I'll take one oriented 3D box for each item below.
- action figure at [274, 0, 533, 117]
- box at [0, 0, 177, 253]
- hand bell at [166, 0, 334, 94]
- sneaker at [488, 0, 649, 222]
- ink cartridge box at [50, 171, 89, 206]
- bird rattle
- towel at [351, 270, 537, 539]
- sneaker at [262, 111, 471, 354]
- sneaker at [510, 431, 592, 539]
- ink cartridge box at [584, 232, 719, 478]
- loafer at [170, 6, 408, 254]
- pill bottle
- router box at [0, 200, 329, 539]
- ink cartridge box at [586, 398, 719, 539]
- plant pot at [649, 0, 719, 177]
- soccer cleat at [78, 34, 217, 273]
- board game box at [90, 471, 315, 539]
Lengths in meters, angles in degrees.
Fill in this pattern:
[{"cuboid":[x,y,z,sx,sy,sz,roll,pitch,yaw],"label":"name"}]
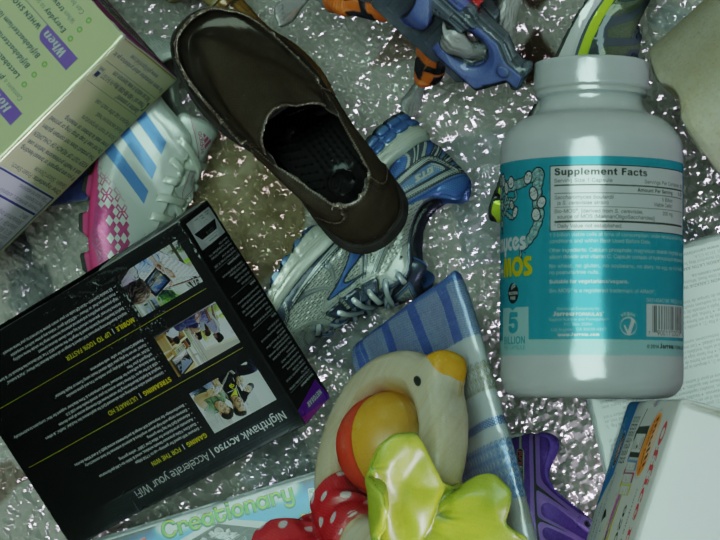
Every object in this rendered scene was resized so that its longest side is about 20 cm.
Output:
[{"cuboid":[0.026,-0.192,1.285,0.200,0.193,0.105,46,55,-10],"label":"action figure"},{"cuboid":[-0.254,-0.125,1.336,0.200,0.097,0.176,-44,71,3],"label":"box"},{"cuboid":[-0.083,-0.172,1.379,0.104,0.104,0.200,-44,90,3],"label":"hand bell"},{"cuboid":[0.156,-0.109,1.333,0.081,0.074,0.201,25,95,3],"label":"sneaker"},{"cuboid":[-0.296,-0.130,1.425,0.199,0.047,0.199,-10,82,12],"label":"ink cartridge box"},{"cuboid":[0.017,0.132,1.258,0.112,0.200,0.164,18,67,-24],"label":"bird rattle"},{"cuboid":[0.052,0.117,1.291,0.024,0.147,0.201,-7,75,-28],"label":"towel"},{"cuboid":[0.000,0.000,1.342,0.085,0.077,0.201,34,92,8],"label":"sneaker"},{"cuboid":[0.132,0.194,1.299,0.083,0.081,0.201,-22,83,-4],"label":"sneaker"},{"cuboid":[0.222,0.081,1.305,0.160,0.050,0.201,-14,85,6],"label":"ink cartridge box"},{"cuboid":[-0.045,-0.100,1.300,0.073,0.071,0.200,-44,73,-6],"label":"loafer"},{"cuboid":[0.138,-0.024,1.244,0.110,0.111,0.202,0,86,10],"label":"pill bottle"},{"cuboid":[-0.142,0.069,1.325,0.199,0.051,0.150,-29,97,25],"label":"router box"},{"cuboid":[0.209,0.161,1.166,0.144,0.200,0.148,18,86,1],"label":"ink cartridge box"},{"cuboid":[0.284,-0.130,1.257,0.183,0.200,0.201,-35,79,17],"label":"plant pot"},{"cuboid":[-0.137,-0.059,1.374,0.086,0.070,0.201,-3,84,11],"label":"soccer cleat"},{"cuboid":[-0.068,0.208,1.353,0.199,0.035,0.127,-17,82,8],"label":"board game box"}]
